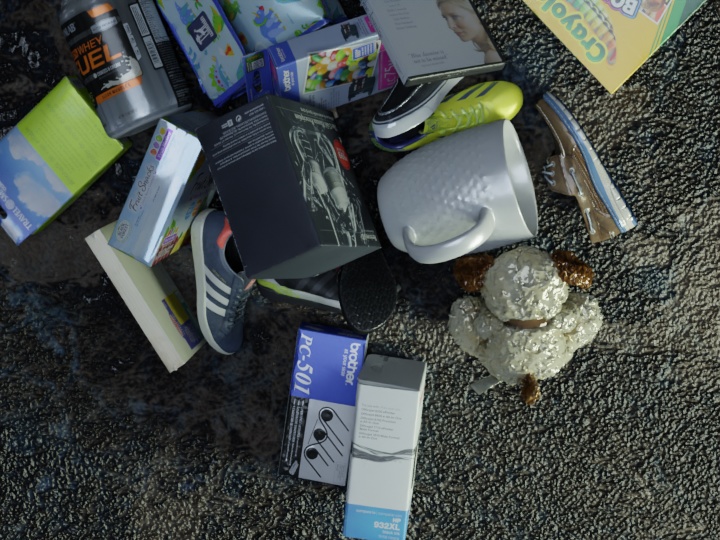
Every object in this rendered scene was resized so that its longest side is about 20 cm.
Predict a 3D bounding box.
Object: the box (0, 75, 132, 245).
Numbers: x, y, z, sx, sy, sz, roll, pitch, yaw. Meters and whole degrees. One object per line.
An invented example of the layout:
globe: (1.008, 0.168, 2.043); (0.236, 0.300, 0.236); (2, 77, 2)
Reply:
box: (-0.411, -0.143, 1.718); (0.199, 0.048, 0.122); (-40, 92, 12)

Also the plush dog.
plush dog: (0.198, 0.050, 1.600); (0.197, 0.161, 0.174); (-3, 123, 9)

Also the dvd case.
dvd case: (0.073, -0.311, 1.556); (0.141, 0.018, 0.202); (-14, 65, -27)

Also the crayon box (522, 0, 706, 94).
crayon box: (0.297, -0.348, 1.584); (0.200, 0.058, 0.173); (45, 102, -2)

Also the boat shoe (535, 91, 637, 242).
boat shoe: (0.264, -0.124, 1.622); (0.072, 0.072, 0.202); (-31, 95, 13)

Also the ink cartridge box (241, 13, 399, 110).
ink cartridge box: (-0.042, -0.243, 1.588); (0.197, 0.120, 0.042); (-18, 63, -9)

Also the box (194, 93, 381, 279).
box: (-0.079, -0.093, 1.530); (0.103, 0.200, 0.185); (-22, 83, 20)

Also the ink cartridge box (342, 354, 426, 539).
ink cartridge box: (0.032, 0.225, 1.678); (0.082, 0.145, 0.203); (7, 101, 5)

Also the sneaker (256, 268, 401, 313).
sneaker: (-0.044, 0.002, 1.681); (0.197, 0.072, 0.084); (6, 109, 6)

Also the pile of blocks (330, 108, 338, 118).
pile of blocks: (-0.068, -0.137, 1.668); (0.081, 0.062, 0.203); (8, 101, 6)

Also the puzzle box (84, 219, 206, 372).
puzzle box: (-0.272, 0.027, 1.687); (0.025, 0.133, 0.202); (-30, 95, 11)

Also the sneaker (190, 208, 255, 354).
sneaker: (-0.161, 0.021, 1.679); (0.083, 0.075, 0.203); (7, 120, 24)

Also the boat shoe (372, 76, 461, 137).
boat shoe: (0.078, -0.242, 1.581); (0.200, 0.071, 0.068); (-44, 124, -20)

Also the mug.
mug: (0.112, -0.077, 1.588); (0.173, 0.201, 0.149); (-14, 121, 18)

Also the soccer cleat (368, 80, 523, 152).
soccer cleat: (0.106, -0.187, 1.625); (0.197, 0.084, 0.066); (-13, 98, 9)

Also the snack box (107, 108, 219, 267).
snack box: (-0.226, -0.108, 1.623); (0.067, 0.200, 0.170); (26, 102, 1)

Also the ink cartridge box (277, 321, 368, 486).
ink cartridge box: (-0.049, 0.176, 1.730); (0.092, 0.044, 0.203); (9, 101, 4)

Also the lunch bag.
lunch bag: (-0.144, -0.324, 1.616); (0.198, 0.127, 0.172); (-30, 90, 21)

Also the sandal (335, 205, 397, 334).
sandal: (0.000, 0.000, 1.646); (0.074, 0.202, 0.045); (3, 141, -16)

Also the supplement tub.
supplement tub: (-0.299, -0.278, 1.641); (0.121, 0.123, 0.202); (-22, 95, 11)
